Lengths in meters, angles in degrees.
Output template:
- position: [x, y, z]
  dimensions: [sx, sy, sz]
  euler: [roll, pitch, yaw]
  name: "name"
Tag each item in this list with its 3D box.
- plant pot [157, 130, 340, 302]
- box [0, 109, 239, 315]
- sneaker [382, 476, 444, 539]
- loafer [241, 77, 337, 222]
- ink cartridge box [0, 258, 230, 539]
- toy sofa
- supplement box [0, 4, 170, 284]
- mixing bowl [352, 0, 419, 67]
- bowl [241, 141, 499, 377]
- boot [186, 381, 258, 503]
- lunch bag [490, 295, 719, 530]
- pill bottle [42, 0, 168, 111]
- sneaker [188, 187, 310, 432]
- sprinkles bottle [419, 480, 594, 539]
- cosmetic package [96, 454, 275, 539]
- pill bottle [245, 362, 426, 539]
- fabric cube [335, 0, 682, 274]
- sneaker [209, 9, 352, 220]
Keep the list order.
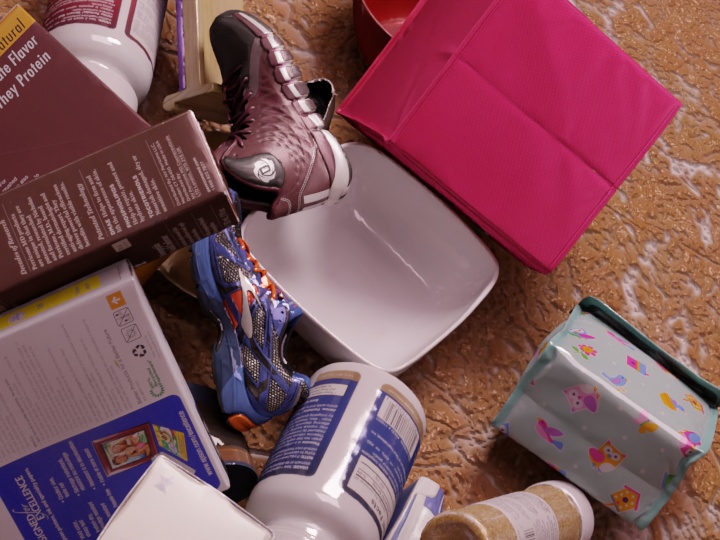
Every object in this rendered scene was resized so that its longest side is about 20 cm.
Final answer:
- position: [-0.116, -0.041, 1.444]
  dimensions: [0.199, 0.028, 0.201]
  euler: [11, 53, -15]
  name: "plant pot"
- position: [-0.195, -0.036, 1.151]
  dimensions: [0.199, 0.100, 0.075]
  euler: [-23, 80, -2]
  name: "box"
- position: [0.045, 0.277, 1.267]
  dimensions: [0.115, 0.081, 0.200]
  euler: [35, 42, -15]
  name: "sneaker"
- position: [-0.081, -0.114, 1.446]
  dimensions: [0.073, 0.071, 0.200]
  euler: [30, 50, -1]
  name: "loafer"
- position: [-0.223, 0.118, 1.167]
  dimensions: [0.199, 0.198, 0.047]
  euler: [-22, 29, -3]
  name: "ink cartridge box"
- position: [-0.151, -0.241, 1.472]
  dimensions: [0.083, 0.097, 0.201]
  euler: [8, 75, -52]
  name: "toy sofa"
- position: [-0.260, -0.063, 1.276]
  dimensions: [0.200, 0.133, 0.197]
  euler: [42, 83, 8]
  name: "supplement box"
- position: [0.071, -0.249, 1.616]
  dimensions: [0.199, 0.108, 0.201]
  euler: [11, 53, -15]
  name: "mixing bowl"
- position: [0.000, 0.000, 1.401]
  dimensions: [0.200, 0.075, 0.200]
  euler: [43, 52, 9]
  name: "bowl"
- position: [-0.187, 0.138, 1.273]
  dimensions: [0.199, 0.075, 0.097]
  euler: [7, 39, -22]
  name: "boot"
- position: [0.232, 0.117, 1.419]
  dimensions: [0.170, 0.122, 0.200]
  euler: [36, 24, 9]
  name: "lunch bag"
- position: [-0.241, -0.211, 1.456]
  dimensions: [0.109, 0.110, 0.201]
  euler: [15, 52, -13]
  name: "pill bottle"
- position: [-0.088, 0.028, 1.296]
  dimensions: [0.078, 0.075, 0.201]
  euler: [-13, 88, 8]
  name: "sneaker"
- position: [0.122, 0.215, 1.285]
  dimensions: [0.068, 0.068, 0.200]
  euler: [56, 25, 19]
  name: "sprinkles bottle"
- position: [-0.150, 0.230, 1.127]
  dimensions: [0.103, 0.200, 0.087]
  euler: [34, 51, 2]
  name: "cosmetic package"
- position: [-0.026, 0.178, 1.265]
  dimensions: [0.111, 0.111, 0.200]
  euler: [29, 46, -2]
  name: "pill bottle"
- position: [0.129, -0.148, 1.438]
  dimensions: [0.199, 0.196, 0.200]
  euler: [37, 93, -20]
  name: "fabric cube"
- position: [-0.101, -0.130, 1.351]
  dimensions: [0.115, 0.076, 0.200]
  euler: [-26, 74, -31]
  name: "sneaker"
